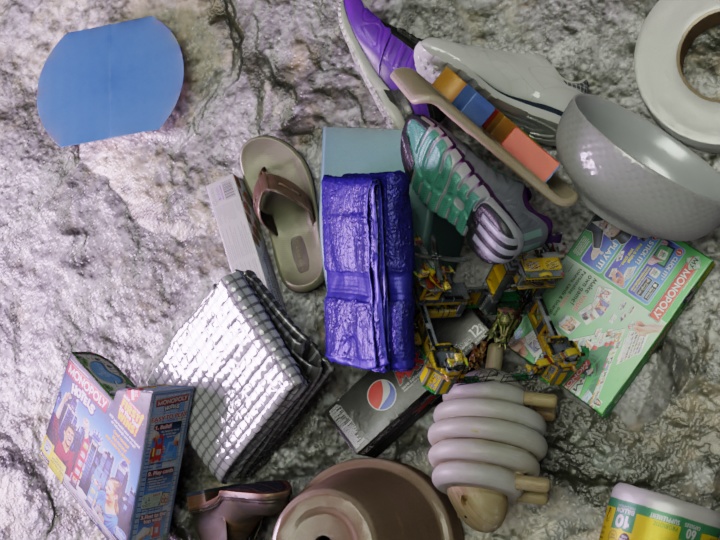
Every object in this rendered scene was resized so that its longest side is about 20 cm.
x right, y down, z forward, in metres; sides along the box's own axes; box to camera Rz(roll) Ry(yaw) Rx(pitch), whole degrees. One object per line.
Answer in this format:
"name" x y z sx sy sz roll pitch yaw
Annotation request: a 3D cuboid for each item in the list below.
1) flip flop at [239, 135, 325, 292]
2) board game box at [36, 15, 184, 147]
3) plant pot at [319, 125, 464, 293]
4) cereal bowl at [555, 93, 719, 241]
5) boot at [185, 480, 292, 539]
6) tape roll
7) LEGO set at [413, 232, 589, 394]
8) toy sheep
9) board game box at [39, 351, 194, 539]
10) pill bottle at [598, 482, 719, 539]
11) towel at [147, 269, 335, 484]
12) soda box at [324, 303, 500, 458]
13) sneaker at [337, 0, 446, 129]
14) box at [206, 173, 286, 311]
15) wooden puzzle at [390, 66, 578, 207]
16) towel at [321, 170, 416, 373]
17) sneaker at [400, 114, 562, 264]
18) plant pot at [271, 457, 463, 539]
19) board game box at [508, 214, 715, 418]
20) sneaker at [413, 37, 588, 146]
"flip flop" -0.091 -0.070 1.598 0.081 0.058 0.201 -21 72 14
"board game box" -0.308 -0.231 1.725 0.199 0.039 0.159 -9 70 13
"plant pot" 0.037 -0.044 1.508 0.141 0.141 0.201 5 86 21
"cereal bowl" 0.281 -0.093 1.404 0.200 0.200 0.084 40 114 23
"boot" -0.124 0.281 1.493 0.200 0.074 0.098 -19 78 58
"tape roll" 0.394 -0.227 1.470 0.202 0.037 0.204 -5 76 19
"LEGO set" 0.140 0.037 1.384 0.199 0.116 0.154 4 51 -15
"toy sheep" 0.136 0.173 1.429 0.137 0.138 0.201 0 64 20
"board game box" -0.269 0.186 1.563 0.200 0.061 0.201 41 119 35
"pill bottle" 0.278 0.320 1.349 0.112 0.113 0.201 15 83 22
"towel" -0.133 0.115 1.532 0.166 0.085 0.200 52 124 23
"soda box" 0.059 0.115 1.495 0.200 0.071 0.063 -42 69 7
"sneaker" 0.047 -0.245 1.588 0.099 0.070 0.201 -26 70 2
"box" -0.132 -0.015 1.611 0.041 0.039 0.201 -24 71 15
"wooden puzzle" 0.132 -0.151 1.425 0.200 0.185 0.046 33 101 -14
"towel" 0.000 0.000 1.393 0.147 0.049 0.201 2 94 57
"sneaker" 0.118 -0.084 1.388 0.200 0.087 0.075 55 138 31
"plant pot" -0.008 0.290 1.426 0.199 0.175 0.201 -4 78 18
"board game box" 0.264 0.037 1.462 0.134 0.029 0.200 36 92 22
"sneaker" 0.154 -0.213 1.517 0.199 0.076 0.081 26 73 -3
